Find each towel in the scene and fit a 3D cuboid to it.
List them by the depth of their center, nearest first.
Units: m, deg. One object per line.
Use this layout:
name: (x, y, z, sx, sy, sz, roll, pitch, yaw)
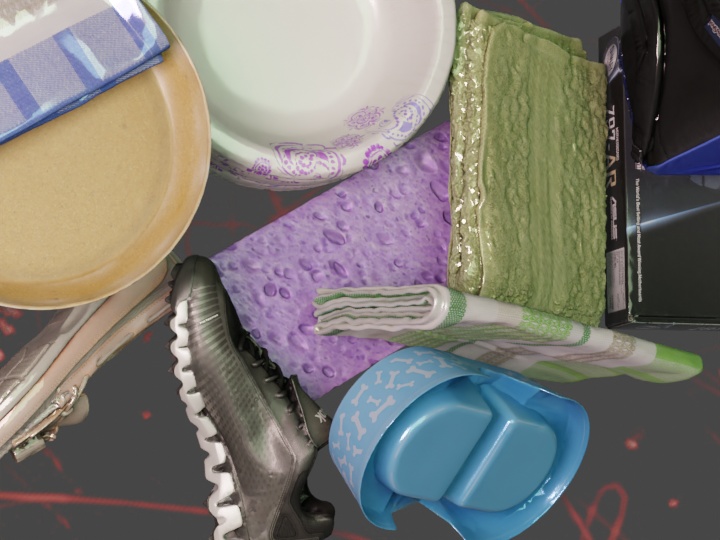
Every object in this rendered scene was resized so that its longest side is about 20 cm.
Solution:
towel: (-0.209, -0.172, 1.279, 0.147, 0.024, 0.200, -30, 91, -21)
towel: (0.087, 0.044, 1.431, 0.200, 0.149, 0.031, 15, 81, -30)
towel: (0.106, -0.064, 1.499, 0.148, 0.036, 0.200, 12, 73, -48)

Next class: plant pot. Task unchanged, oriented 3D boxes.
plant pot: (-0.181, -0.075, 1.296, 0.200, 0.027, 0.200, 4, 79, -19)

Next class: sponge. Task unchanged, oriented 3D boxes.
sponge: (0.000, 0.000, 1.498, 0.200, 0.030, 0.112, -30, 93, -18)

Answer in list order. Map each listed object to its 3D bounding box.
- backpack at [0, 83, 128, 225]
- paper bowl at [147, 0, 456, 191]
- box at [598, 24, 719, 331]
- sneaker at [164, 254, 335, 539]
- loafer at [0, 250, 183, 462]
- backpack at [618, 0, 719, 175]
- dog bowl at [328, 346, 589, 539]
backpack: (-0.216, -0.081, 1.377, 0.200, 0.153, 0.176, -39, 89, -14)
paper bowl: (-0.049, -0.149, 1.462, 0.200, 0.104, 0.201, 2, 82, -17)
box: (0.241, -0.059, 1.569, 0.160, 0.044, 0.200, 2, 83, -16)
sneaker: (-0.060, 0.083, 1.427, 0.090, 0.066, 0.200, -10, 101, 7)
loafer: (-0.173, 0.061, 1.420, 0.063, 0.072, 0.200, 43, 71, -15)
backpack: (0.248, -0.172, 1.485, 0.168, 0.162, 0.200, 0, 74, -37)
dog bowl: (0.058, 0.104, 1.440, 0.200, 0.050, 0.112, 17, 109, -50)
